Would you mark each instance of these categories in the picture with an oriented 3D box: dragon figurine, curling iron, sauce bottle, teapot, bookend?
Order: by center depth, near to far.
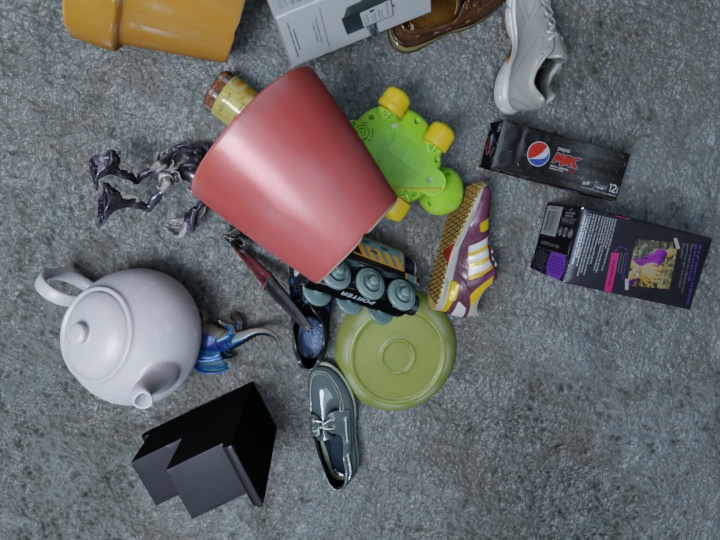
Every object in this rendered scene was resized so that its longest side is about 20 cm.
[{"bbox_3d":[-0.323,0.083,0.705,0.196,0.146,0.202,-10,78,20],"label":"teapot"},{"bbox_3d":[-0.121,-0.191,0.740,0.199,0.066,0.066,36,96,-12],"label":"sauce bottle"},{"bbox_3d":[-0.135,0.011,0.749,0.025,0.050,0.201,-38,75,-9],"label":"curling iron"},{"bbox_3d":[-0.231,0.274,0.750,0.196,0.200,0.093,-25,102,0],"label":"bookend"},{"bbox_3d":[-0.216,0.115,0.791,0.196,0.059,0.102,9,102,-1],"label":"dragon figurine"}]

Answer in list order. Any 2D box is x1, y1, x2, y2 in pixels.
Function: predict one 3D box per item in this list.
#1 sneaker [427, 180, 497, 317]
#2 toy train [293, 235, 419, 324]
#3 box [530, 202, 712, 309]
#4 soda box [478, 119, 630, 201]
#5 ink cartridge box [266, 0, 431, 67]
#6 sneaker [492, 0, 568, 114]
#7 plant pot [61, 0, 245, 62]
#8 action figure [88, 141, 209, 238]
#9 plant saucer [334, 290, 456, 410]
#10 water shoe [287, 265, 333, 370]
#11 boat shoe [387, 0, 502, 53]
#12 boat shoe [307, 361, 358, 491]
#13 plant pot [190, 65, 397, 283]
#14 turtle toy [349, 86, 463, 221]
[{"bbox_3d":[0.168,-0.029,0.793,0.088,0.075,0.204,13,106,-15],"label":"sneaker"},{"bbox_3d":[0.000,0.000,0.753,0.197,0.085,0.116,18,57,-24],"label":"toy train"},{"bbox_3d":[0.373,-0.025,0.777,0.196,0.122,0.108,12,99,-7],"label":"box"},{"bbox_3d":[0.280,-0.160,0.775,0.196,0.063,0.072,13,99,-7],"label":"soda box"},{"bbox_3d":[-0.025,-0.371,0.671,0.197,0.083,0.149,-22,66,0],"label":"ink cartridge box"},{"bbox_3d":[0.246,-0.316,0.719,0.075,0.091,0.204,-5,107,-34],"label":"sneaker"},{"bbox_3d":[-0.235,-0.352,0.645,0.180,0.200,0.204,15,100,-22],"label":"plant pot"},{"bbox_3d":[-0.258,-0.115,0.725,0.198,0.102,0.121,-10,71,-40],"label":"action figure"},{"bbox_3d":[0.057,0.130,0.830,0.195,0.031,0.204,-1,101,-3],"label":"plant saucer"},{"bbox_3d":[-0.070,0.045,0.779,0.070,0.079,0.204,-4,101,-4],"label":"water shoe"},{"bbox_3d":[0.130,-0.364,0.722,0.198,0.068,0.073,-29,102,1],"label":"boat shoe"},{"bbox_3d":[-0.044,0.243,0.822,0.071,0.062,0.204,-7,103,14],"label":"boat shoe"},{"bbox_3d":[-0.065,-0.097,0.620,0.200,0.200,0.177,-44,96,5],"label":"plant pot"},{"bbox_3d":[0.062,-0.147,0.741,0.198,0.101,0.147,34,98,-10],"label":"turtle toy"}]
